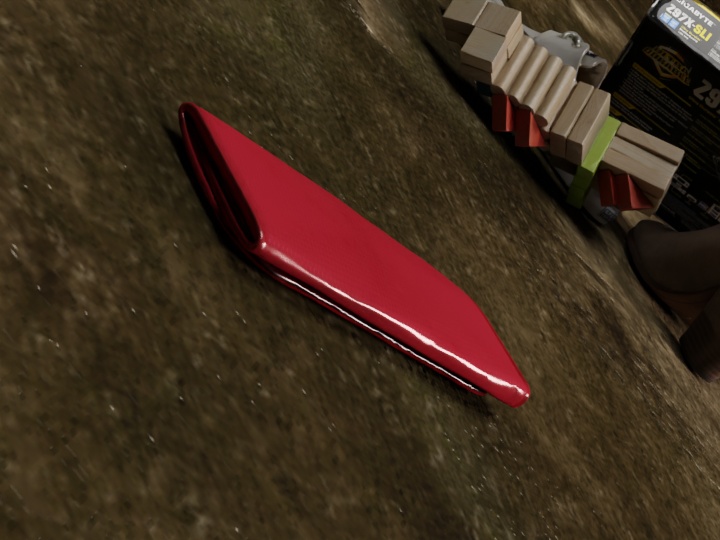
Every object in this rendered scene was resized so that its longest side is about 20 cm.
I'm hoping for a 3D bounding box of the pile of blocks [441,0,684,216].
[{"bbox_3d":[0.119,-0.091,1.325,0.200,0.082,0.062,39,61,-12],"label":"pile of blocks"}]

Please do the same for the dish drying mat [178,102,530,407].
[{"bbox_3d":[0.000,0.000,0.814,0.200,0.018,0.077,31,25,-51],"label":"dish drying mat"}]

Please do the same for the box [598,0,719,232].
[{"bbox_3d":[0.257,-0.085,1.437,0.200,0.160,0.049,38,54,6],"label":"box"}]

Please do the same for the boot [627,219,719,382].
[{"bbox_3d":[0.263,-0.017,1.374,0.070,0.146,0.201,34,21,-30],"label":"boot"}]

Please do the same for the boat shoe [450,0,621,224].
[{"bbox_3d":[0.139,-0.131,1.422,0.201,0.070,0.071,57,16,19],"label":"boat shoe"}]
